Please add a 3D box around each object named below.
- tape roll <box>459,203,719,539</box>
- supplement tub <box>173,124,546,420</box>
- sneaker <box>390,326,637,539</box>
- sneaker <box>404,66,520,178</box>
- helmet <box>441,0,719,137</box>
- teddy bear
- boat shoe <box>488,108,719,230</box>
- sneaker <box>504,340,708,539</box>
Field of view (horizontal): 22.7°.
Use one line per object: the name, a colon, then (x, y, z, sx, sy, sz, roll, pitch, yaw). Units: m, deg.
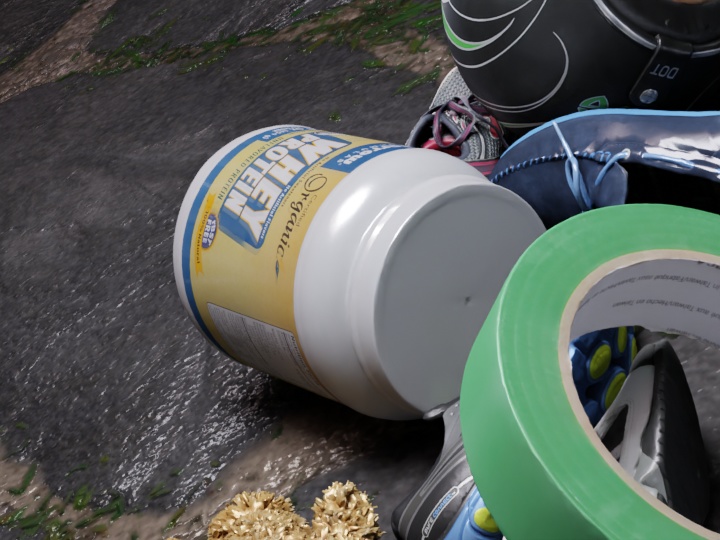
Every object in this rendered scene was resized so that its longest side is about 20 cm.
tape roll: (0.140, 0.063, 0.720, 0.198, 0.048, 0.202, 12, 46, -12)
supplement tub: (0.000, 0.000, 0.991, 0.144, 0.145, 0.199, -42, 29, -22)
sneaker: (0.077, 0.065, 0.889, 0.082, 0.071, 0.200, 5, 46, 39)
sneaker: (0.067, -0.083, 1.140, 0.080, 0.075, 0.201, -20, 29, 18)
helmet: (0.140, -0.169, 1.087, 0.200, 0.200, 0.190, -45, 6, -27)
teddy bear: (-0.048, 0.149, 0.846, 0.143, 0.067, 0.200, -18, 16, -5)
boat shoe: (0.152, -0.050, 0.997, 0.198, 0.084, 0.069, -10, 36, 37)
sneaker: (0.101, 0.106, 0.781, 0.088, 0.075, 0.201, -12, 31, 26)
